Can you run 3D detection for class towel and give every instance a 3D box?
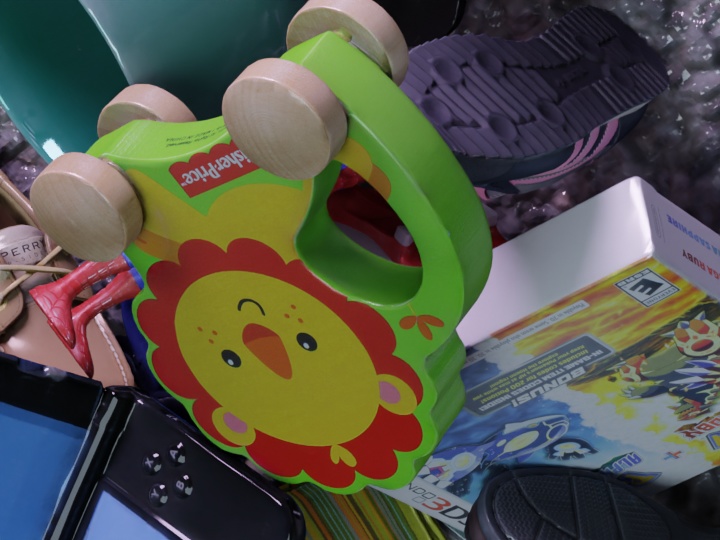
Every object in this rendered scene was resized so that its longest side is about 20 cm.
[{"bbox_3d":[-0.046,0.155,1.392,0.200,0.018,0.086,-26,102,29],"label":"towel"}]

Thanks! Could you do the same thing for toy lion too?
[{"bbox_3d":[-0.023,0.004,1.123,0.200,0.069,0.192,-21,113,46],"label":"toy lion"}]

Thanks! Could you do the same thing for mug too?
[{"bbox_3d":[-0.104,-0.129,1.244,0.185,0.114,0.152,48,155,17],"label":"mug"}]

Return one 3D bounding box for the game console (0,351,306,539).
[{"bbox_3d":[-0.147,0.149,1.200,0.171,0.118,0.200,32,106,33],"label":"game console"}]

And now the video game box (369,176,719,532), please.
[{"bbox_3d":[0.092,0.049,1.242,0.200,0.047,0.182,-28,146,29],"label":"video game box"}]

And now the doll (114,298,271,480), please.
[{"bbox_3d":[-0.094,0.055,1.352,0.136,0.048,0.200,34,140,22],"label":"doll"}]

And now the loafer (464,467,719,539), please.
[{"bbox_3d":[0.130,0.143,1.279,0.200,0.072,0.063,14,139,-23],"label":"loafer"}]

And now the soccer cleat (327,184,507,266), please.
[{"bbox_3d":[0.000,0.000,1.306,0.200,0.069,0.085,24,128,12],"label":"soccer cleat"}]

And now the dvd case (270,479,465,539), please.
[{"bbox_3d":[-0.027,0.172,1.415,0.146,0.022,0.200,36,121,2],"label":"dvd case"}]

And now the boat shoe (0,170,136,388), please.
[{"bbox_3d":[-0.166,0.007,1.315,0.200,0.074,0.066,44,139,35],"label":"boat shoe"}]

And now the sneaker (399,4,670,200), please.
[{"bbox_3d":[0.056,-0.054,1.181,0.070,0.200,0.082,51,122,16],"label":"sneaker"}]

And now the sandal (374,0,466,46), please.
[{"bbox_3d":[-0.028,-0.178,1.244,0.075,0.045,0.200,-30,100,28],"label":"sandal"}]

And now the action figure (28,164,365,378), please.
[{"bbox_3d":[-0.046,-0.024,1.235,0.200,0.065,0.052,-36,65,-7],"label":"action figure"}]
